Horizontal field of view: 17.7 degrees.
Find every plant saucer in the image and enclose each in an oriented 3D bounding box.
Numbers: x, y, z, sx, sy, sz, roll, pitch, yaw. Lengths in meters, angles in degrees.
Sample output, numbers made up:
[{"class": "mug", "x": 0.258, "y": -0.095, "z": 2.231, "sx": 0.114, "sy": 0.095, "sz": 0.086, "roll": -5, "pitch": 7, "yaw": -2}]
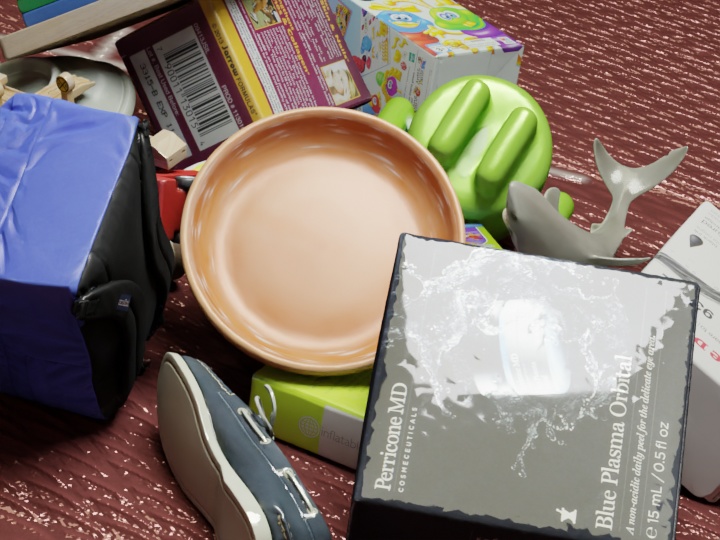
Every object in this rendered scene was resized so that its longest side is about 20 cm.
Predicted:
[{"class": "plant saucer", "x": -0.276, "y": -0.118, "z": 1.816, "sx": 0.199, "sy": 0.050, "sz": 0.200, "roll": -17, "pitch": 34, "yaw": 12}, {"class": "plant saucer", "x": -0.027, "y": -0.018, "z": 1.620, "sx": 0.199, "sy": 0.037, "sz": 0.201, "roll": 1, "pitch": 68, "yaw": -2}]

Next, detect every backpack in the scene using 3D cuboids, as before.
[{"class": "backpack", "x": -0.212, "y": -0.008, "z": 1.557, "sx": 0.167, "sy": 0.200, "sz": 0.163, "roll": 14, "pitch": 61, "yaw": 15}]

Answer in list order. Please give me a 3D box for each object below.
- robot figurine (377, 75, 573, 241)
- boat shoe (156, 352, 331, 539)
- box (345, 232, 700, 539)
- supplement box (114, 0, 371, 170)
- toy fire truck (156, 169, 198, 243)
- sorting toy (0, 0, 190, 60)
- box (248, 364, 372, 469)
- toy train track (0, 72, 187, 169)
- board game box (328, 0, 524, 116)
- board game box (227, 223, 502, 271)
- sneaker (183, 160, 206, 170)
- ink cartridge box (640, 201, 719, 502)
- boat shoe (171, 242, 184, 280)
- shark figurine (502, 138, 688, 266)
[{"class": "robot figurine", "x": 0.091, "y": -0.085, "z": 1.841, "sx": 0.175, "sy": 0.116, "sz": 0.200, "roll": 29, "pitch": -11, "yaw": 4}, {"class": "boat shoe", "x": -0.078, "y": 0.121, "z": 1.500, "sx": 0.062, "sy": 0.075, "sz": 0.200, "roll": -7, "pitch": 33, "yaw": -25}, {"class": "box", "x": 0.102, "y": 0.101, "z": 1.463, "sx": 0.199, "sy": 0.118, "sz": 0.197, "roll": 9, "pitch": 59, "yaw": 2}, {"class": "supplement box", "x": -0.094, "y": -0.165, "z": 1.910, "sx": 0.103, "sy": 0.131, "sz": 0.200, "roll": -24, "pitch": 2, "yaw": 28}, {"class": "toy fire truck", "x": -0.152, "y": -0.054, "z": 1.701, "sx": 0.199, "sy": 0.049, "sz": 0.141, "roll": -5, "pitch": 13, "yaw": -44}, {"class": "sorting toy", "x": -0.172, "y": -0.241, "z": 1.848, "sx": 0.199, "sy": 0.070, "sz": 0.199, "roll": -18, "pitch": 5, "yaw": 18}, {"class": "box", "x": 0.037, "y": 0.099, "z": 1.603, "sx": 0.199, "sy": 0.048, "sz": 0.122, "roll": 21, "pitch": 30, "yaw": 22}, {"class": "toy train track", "x": -0.213, "y": -0.119, "z": 1.712, "sx": 0.199, "sy": 0.033, "sz": 0.115, "roll": 20, "pitch": 41, "yaw": 31}, {"class": "board game box", "x": 0.040, "y": -0.192, "z": 2.090, "sx": 0.103, "sy": 0.105, "sz": 0.200, "roll": -12, "pitch": 35, "yaw": -35}, {"class": "board game box", "x": 0.000, "y": 0.000, "z": 1.708, "sx": 0.199, "sy": 0.045, "sz": 0.134, "roll": -2, "pitch": 9, "yaw": -4}, {"class": "sneaker", "x": -0.054, "y": -0.037, "z": 1.802, "sx": 0.199, "sy": 0.076, "sz": 0.105, "roll": -2, "pitch": 30, "yaw": -22}, {"class": "ink cartridge box", "x": 0.252, "y": 0.054, "z": 1.668, "sx": 0.145, "sy": 0.084, "sz": 0.200, "roll": 41, "pitch": 34, "yaw": 6}, {"class": "boat shoe", "x": -0.212, "y": -0.056, "z": 1.792, "sx": 0.075, "sy": 0.075, "sz": 0.202, "roll": -16, "pitch": 37, "yaw": -30}, {"class": "shark figurine", "x": 0.189, "y": -0.025, "z": 1.778, "sx": 0.089, "sy": 0.129, "sz": 0.214, "roll": 2, "pitch": 14, "yaw": 33}]
